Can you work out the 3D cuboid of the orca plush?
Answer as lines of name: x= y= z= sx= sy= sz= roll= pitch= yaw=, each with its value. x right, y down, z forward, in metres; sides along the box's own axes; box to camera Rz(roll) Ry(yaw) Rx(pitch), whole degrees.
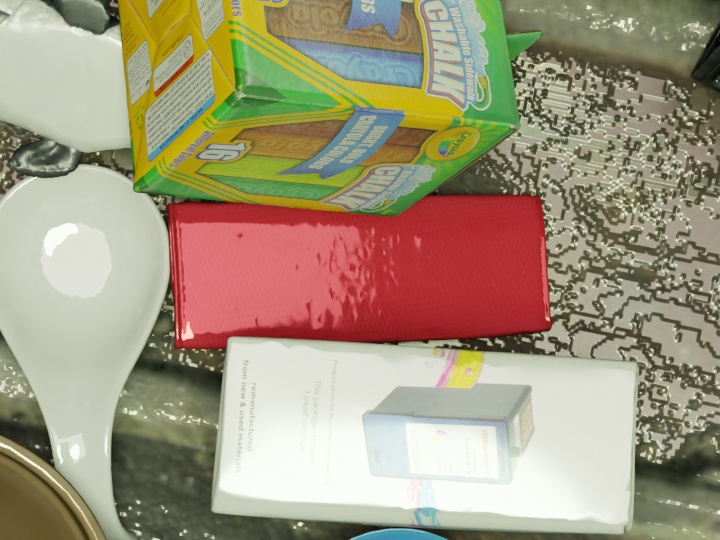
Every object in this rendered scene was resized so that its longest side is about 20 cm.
orca plush: x=-0.178 y=-0.106 z=1.149 sx=0.199 sy=0.071 sz=0.106 roll=-3 pitch=108 yaw=4

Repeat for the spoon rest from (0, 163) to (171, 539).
spoon rest: x=-0.143 y=0.044 z=1.135 sx=0.099 sy=0.061 sz=0.201 roll=-5 pitch=86 yaw=-1

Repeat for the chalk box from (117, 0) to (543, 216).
chalk box: x=-0.005 y=-0.106 z=1.088 sx=0.199 sy=0.124 sz=0.124 roll=5 pitch=67 yaw=-29

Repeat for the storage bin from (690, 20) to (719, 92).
storage bin: x=0.263 y=-0.169 z=1.118 sx=0.093 sy=0.135 sz=0.201 roll=31 pitch=86 yaw=2

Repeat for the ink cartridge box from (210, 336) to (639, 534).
ink cartridge box: x=0.031 y=0.084 z=1.090 sx=0.199 sy=0.145 sz=0.088 roll=5 pitch=84 yaw=1

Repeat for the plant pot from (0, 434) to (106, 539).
plant pot: x=-0.221 y=0.172 z=1.098 sx=0.200 sy=0.093 sz=0.202 roll=0 pitch=91 yaw=-12

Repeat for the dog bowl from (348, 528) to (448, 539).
dog bowl: x=0.034 y=0.229 z=1.098 sx=0.111 sy=0.050 sz=0.201 roll=-21 pitch=78 yaw=-7

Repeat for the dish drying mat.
dish drying mat: x=0.000 y=0.000 z=1.146 sx=0.199 sy=0.018 sz=0.077 roll=-2 pitch=86 yaw=-10
